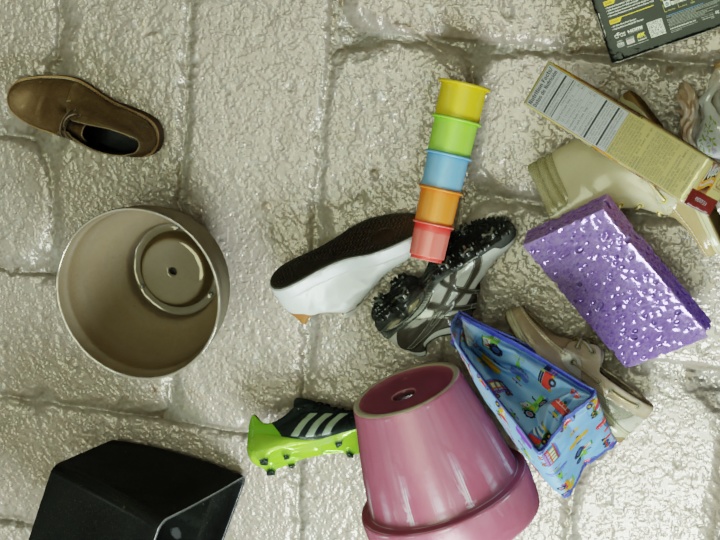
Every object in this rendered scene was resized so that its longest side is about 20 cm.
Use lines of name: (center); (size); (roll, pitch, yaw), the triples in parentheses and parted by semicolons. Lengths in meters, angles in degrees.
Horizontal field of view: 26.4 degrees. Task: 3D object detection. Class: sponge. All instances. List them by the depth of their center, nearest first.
sponge: (0.280, 0.015, 1.669); (0.111, 0.030, 0.200); (-27, 115, 37)

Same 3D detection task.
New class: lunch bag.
lunch bag: (0.170, 0.135, 1.683); (0.094, 0.151, 0.200); (-46, 59, -8)

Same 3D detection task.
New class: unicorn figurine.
unicorn figurine: (0.407, -0.148, 1.580); (0.074, 0.200, 0.138); (10, 86, -26)

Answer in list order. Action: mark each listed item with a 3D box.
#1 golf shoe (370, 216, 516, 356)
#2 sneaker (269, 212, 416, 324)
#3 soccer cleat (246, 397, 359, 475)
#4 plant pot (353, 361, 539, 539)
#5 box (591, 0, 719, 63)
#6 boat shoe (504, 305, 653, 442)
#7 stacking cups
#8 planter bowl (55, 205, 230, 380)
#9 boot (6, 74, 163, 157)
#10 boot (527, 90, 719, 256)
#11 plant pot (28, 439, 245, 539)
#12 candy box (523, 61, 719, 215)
golf shoe: (0.109, 0.019, 1.748); (0.200, 0.078, 0.094); (-37, 114, 18)
sneaker: (0.000, 0.000, 1.776); (0.199, 0.073, 0.085); (-23, 125, 14)
soccer cleat: (-0.039, 0.185, 1.821); (0.199, 0.081, 0.068); (-10, 145, 2)
plant pot: (0.081, 0.211, 1.714); (0.199, 0.200, 0.180); (-15, 107, 18)
box: (0.335, -0.324, 1.609); (0.199, 0.049, 0.160); (-18, 95, 18)
boat shoe: (0.245, 0.104, 1.726); (0.200, 0.072, 0.065); (45, 104, -5)
stacking cups: (0.095, -0.109, 1.700); (0.060, 0.060, 0.201); (13, 96, 11)
planter bowl: (-0.236, 0.013, 1.794); (0.199, 0.135, 0.201); (4, 104, 15)
boot: (-0.335, -0.181, 1.807); (0.199, 0.075, 0.074); (18, 109, 11)
boot: (0.289, -0.072, 1.665); (0.155, 0.073, 0.200); (-35, 86, 18)
plant pot: (-0.287, 0.318, 1.858); (0.177, 0.200, 0.200); (27, 109, 18)
candy box: (0.275, -0.134, 1.566); (0.200, 0.115, 0.055); (35, 100, 25)
